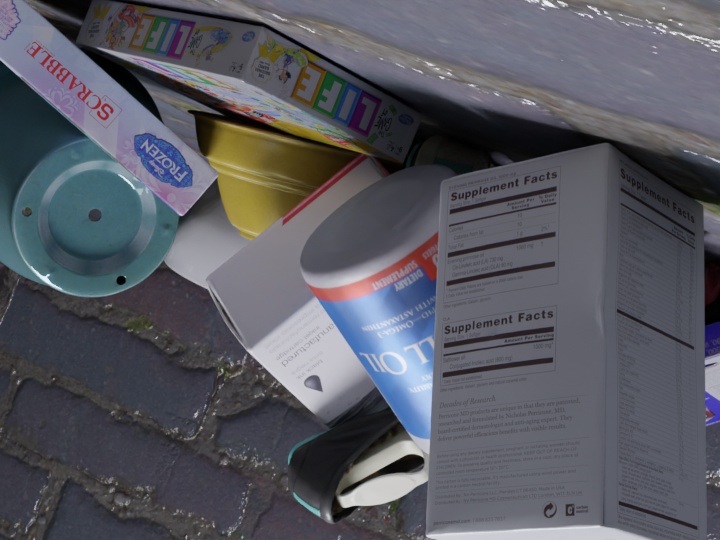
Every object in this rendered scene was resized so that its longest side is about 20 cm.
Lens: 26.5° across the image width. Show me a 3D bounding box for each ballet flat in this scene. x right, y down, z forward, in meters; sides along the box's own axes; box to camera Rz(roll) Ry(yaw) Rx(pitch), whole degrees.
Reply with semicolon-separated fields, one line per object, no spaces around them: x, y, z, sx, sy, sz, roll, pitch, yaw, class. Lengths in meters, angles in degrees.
0.087;-0.041;1.052;0.062;0.068;0.200;11;174;22;ballet flat
0.047;0.113;1.039;0.068;0.200;0.068;53;171;48;ballet flat

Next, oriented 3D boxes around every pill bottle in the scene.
0.059;0.044;0.935;0.200;0.112;0.112;55;165;-21;pill bottle

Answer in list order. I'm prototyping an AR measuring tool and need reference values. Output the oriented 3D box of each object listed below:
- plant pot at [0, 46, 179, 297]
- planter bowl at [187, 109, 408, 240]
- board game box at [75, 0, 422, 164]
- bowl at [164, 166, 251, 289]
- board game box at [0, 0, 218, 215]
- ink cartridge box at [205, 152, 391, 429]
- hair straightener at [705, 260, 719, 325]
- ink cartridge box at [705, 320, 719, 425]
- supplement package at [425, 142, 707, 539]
-0.237;-0.072;1.276;0.200;0.200;0.188;23;-171;-27;plant pot
-0.037;-0.056;1.124;0.200;0.084;0.200;13;-174;-1;planter bowl
-0.074;-0.122;0.968;0.134;0.034;0.200;24;178;-40;board game box
-0.052;-0.047;1.337;0.199;0.075;0.200;24;-143;4;bowl
-0.196;-0.125;1.072;0.199;0.041;0.200;42;177;-13;board game box
0.011;0.037;1.065;0.200;0.146;0.085;48;-175;-47;ink cartridge box
0.222;0.063;1.151;0.077;0.041;0.200;26;136;-24;hair straightener
0.245;0.070;1.088;0.198;0.043;0.200;-21;159;22;ink cartridge box
0.113;0.050;0.825;0.109;0.200;0.114;-11;157;37;supplement package
